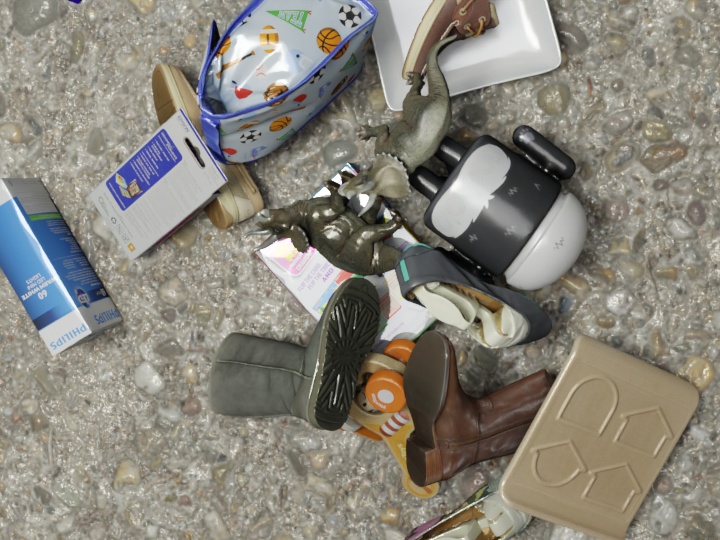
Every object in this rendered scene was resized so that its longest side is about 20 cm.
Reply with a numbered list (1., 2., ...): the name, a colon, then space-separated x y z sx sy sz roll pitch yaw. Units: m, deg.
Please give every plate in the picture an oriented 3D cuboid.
1. plate: 0.104 -0.296 1.140 0.199 0.032 0.201 -14 93 8

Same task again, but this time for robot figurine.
1. robot figurine: 0.148 -0.066 1.113 0.200 0.125 0.150 35 136 3

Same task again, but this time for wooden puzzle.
1. wooden puzzle: 0.259 0.185 1.132 0.185 0.046 0.200 23 94 -25

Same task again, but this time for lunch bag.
1. lunch bag: -0.093 -0.209 1.080 0.124 0.170 0.200 42 80 4

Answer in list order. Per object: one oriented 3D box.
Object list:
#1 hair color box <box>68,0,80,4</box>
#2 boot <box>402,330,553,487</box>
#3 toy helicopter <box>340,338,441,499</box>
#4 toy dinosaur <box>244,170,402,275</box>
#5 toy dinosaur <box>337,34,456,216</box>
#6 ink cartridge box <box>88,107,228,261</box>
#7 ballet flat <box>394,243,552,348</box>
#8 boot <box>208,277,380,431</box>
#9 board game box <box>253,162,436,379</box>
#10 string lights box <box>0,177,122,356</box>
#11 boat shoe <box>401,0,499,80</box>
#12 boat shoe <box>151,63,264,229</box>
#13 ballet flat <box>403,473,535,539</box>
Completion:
1. hair color box: -0.376 -0.414 1.176 0.200 0.065 0.109 42 100 0
2. boot: 0.143 0.128 1.100 0.200 0.064 0.187 -12 122 -30
3. toy helicopter: 0.030 0.179 1.157 0.132 0.079 0.200 -15 114 27
4. toy dinosaur: -0.014 -0.041 1.121 0.200 0.077 0.102 26 115 -6
5. toy dinosaur: 0.057 -0.145 1.066 0.077 0.102 0.200 34 102 -38
6. ink cartridge box: -0.223 -0.096 1.156 0.200 0.037 0.095 -33 90 40
7. ballet flat: 0.119 0.043 1.074 0.200 0.073 0.073 29 99 -22
8. boot: -0.079 0.088 1.146 0.072 0.200 0.182 30 75 -34
9. board game box: 0.000 0.000 1.177 0.153 0.040 0.200 -42 89 9
10. string lights box: -0.365 -0.008 1.193 0.059 0.103 0.200 -30 91 9
11. boat shoe: 0.116 -0.279 1.091 0.072 0.072 0.200 32 96 0
12. boat shoe: -0.177 -0.148 1.180 0.064 0.071 0.200 -26 95 -27
13. ballet flat: 0.132 0.293 1.173 0.200 0.071 0.069 -30 90 9
